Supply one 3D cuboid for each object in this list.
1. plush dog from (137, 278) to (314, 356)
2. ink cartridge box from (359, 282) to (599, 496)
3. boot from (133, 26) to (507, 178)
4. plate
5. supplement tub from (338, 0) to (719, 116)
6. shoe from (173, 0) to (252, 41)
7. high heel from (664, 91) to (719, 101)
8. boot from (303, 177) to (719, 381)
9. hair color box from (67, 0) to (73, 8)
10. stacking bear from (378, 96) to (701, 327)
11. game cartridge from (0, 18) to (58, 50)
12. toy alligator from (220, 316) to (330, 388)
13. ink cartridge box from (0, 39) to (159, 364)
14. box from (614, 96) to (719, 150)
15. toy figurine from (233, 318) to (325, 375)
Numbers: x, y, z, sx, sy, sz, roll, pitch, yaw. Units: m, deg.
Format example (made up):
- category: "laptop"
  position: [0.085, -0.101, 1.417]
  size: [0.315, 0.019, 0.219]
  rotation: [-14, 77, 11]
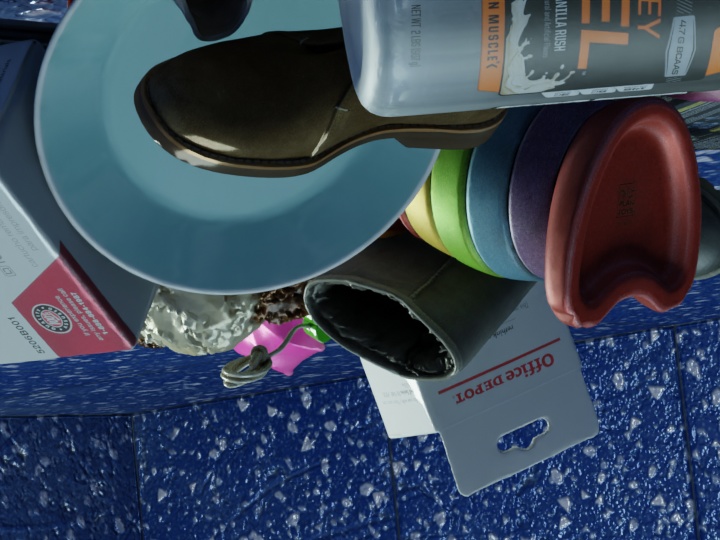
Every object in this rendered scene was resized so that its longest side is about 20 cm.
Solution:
- category: "plush dog"
  position: [-0.088, -0.039, 1.508]
  size: [0.200, 0.172, 0.160]
  rotation: [-10, 172, 37]
- category: "ink cartridge box"
  position: [0.057, 0.027, 1.645]
  size: [0.117, 0.201, 0.067]
  rotation: [-22, -175, -28]
- category: "boot"
  position: [-0.007, -0.091, 1.184]
  size: [0.200, 0.074, 0.075]
  rotation: [-10, 153, -36]
- category: "plate"
  position: [-0.055, -0.082, 1.264]
  size: [0.199, 0.201, 0.026]
  rotation: [-4, -151, -12]
- category: "supplement tub"
  position: [0.093, -0.131, 1.111]
  size: [0.199, 0.123, 0.123]
  rotation: [-6, 173, -6]
- category: "shoe"
  position: [-0.050, -0.147, 1.109]
  size: [0.070, 0.054, 0.200]
  rotation: [-6, 169, -13]
- category: "high heel"
  position: [0.107, -0.106, 1.416]
  size: [0.200, 0.096, 0.067]
  rotation: [-20, -158, 38]
- category: "boot"
  position: [0.092, -0.003, 1.466]
  size: [0.181, 0.073, 0.200]
  rotation: [15, -152, 23]
- category: "hair color box"
  position: [-0.037, -0.119, 1.358]
  size: [0.199, 0.061, 0.101]
  rotation: [-8, 172, 24]
- category: "stacking bear"
  position: [0.062, -0.049, 1.388]
  size: [0.200, 0.114, 0.121]
  rotation: [13, -166, 37]
- category: "game cartridge"
  position: [-0.159, -0.071, 1.344]
  size: [0.199, 0.038, 0.130]
  rotation: [5, 139, 14]
- category: "toy alligator"
  position: [0.000, 0.000, 1.541]
  size: [0.200, 0.054, 0.059]
  rotation: [-28, -149, -22]
- category: "ink cartridge box"
  position: [-0.216, -0.024, 1.330]
  size: [0.199, 0.084, 0.145]
  rotation: [-8, 137, 29]
- category: "box"
  position: [0.221, -0.104, 1.513]
  size: [0.161, 0.049, 0.200]
  rotation: [-4, 174, -23]
- category: "toy figurine"
  position: [-0.021, -0.001, 1.729]
  size: [0.199, 0.151, 0.184]
  rotation: [-9, -162, 7]
